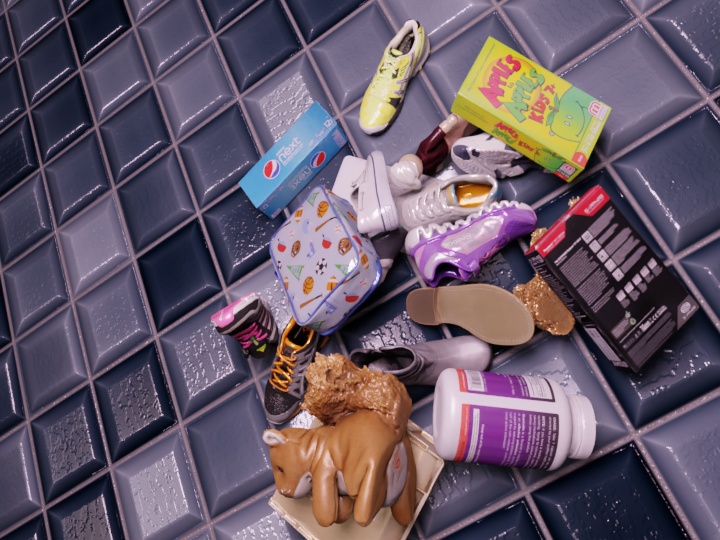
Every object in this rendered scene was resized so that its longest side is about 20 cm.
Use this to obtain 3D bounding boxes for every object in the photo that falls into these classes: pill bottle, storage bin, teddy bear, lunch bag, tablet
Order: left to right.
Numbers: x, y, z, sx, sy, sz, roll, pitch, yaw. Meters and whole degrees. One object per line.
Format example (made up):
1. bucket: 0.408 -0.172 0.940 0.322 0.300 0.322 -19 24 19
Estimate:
1. lunch bag: -0.060 -0.017 0.791 0.161 0.074 0.203 -46 46 20
2. storage bin: 0.001 0.295 0.759 0.195 0.094 0.205 29 87 22
3. tablet: 0.037 -0.111 0.887 0.194 0.014 0.135 18 84 23
4. pill bottle: 0.195 0.195 0.689 0.191 0.113 0.117 6 78 1
5. teddy bear: 0.298 -0.005 0.747 0.140 0.067 0.207 18 82 4

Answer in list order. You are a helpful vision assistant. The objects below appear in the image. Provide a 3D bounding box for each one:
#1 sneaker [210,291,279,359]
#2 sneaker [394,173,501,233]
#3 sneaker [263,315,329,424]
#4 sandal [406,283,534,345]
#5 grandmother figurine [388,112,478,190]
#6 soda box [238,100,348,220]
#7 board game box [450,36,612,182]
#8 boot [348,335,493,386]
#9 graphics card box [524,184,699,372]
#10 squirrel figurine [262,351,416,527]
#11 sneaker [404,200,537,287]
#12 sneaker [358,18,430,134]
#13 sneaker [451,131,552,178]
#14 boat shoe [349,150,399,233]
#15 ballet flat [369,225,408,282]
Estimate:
1. sneaker: -0.168 0.092 0.820 0.072 0.200 0.090 -27 84 -1
2. sneaker: 0.118 -0.103 0.809 0.192 0.081 0.080 -16 78 11
3. sneaker: -0.110 0.142 0.843 0.076 0.077 0.207 19 85 20
4. sandal: 0.168 0.053 0.776 0.206 0.068 0.081 6 101 41
5. grandmother figurine: 0.121 -0.192 0.818 0.199 0.123 0.060 -41 62 -18
6. soda box: -0.117 -0.192 0.932 0.200 0.064 0.068 -45 67 4
7. board game box: 0.235 -0.224 0.736 0.196 0.048 0.104 32 78 4
8. boot: 0.089 0.130 0.746 0.193 0.131 0.073 -17 70 14
9. graphics card box: 0.323 0.011 0.687 0.125 0.051 0.202 -40 85 -7
10. squirrel figurine: -0.030 0.214 0.679 0.180 0.140 0.209 -1 76 30
11. sneaker: 0.164 -0.031 0.769 0.193 0.081 0.091 -17 58 10
12. sneaker: 0.048 -0.332 0.902 0.074 0.076 0.206 26 87 21
13. sneaker: 0.229 -0.219 0.801 0.190 0.080 0.135 -4 69 6
14. boat shoe: 0.014 -0.124 0.803 0.064 0.076 0.202 -13 30 4
15. ballet flat: 0.000 0.000 0.831 0.196 0.072 0.076 -25 69 31
